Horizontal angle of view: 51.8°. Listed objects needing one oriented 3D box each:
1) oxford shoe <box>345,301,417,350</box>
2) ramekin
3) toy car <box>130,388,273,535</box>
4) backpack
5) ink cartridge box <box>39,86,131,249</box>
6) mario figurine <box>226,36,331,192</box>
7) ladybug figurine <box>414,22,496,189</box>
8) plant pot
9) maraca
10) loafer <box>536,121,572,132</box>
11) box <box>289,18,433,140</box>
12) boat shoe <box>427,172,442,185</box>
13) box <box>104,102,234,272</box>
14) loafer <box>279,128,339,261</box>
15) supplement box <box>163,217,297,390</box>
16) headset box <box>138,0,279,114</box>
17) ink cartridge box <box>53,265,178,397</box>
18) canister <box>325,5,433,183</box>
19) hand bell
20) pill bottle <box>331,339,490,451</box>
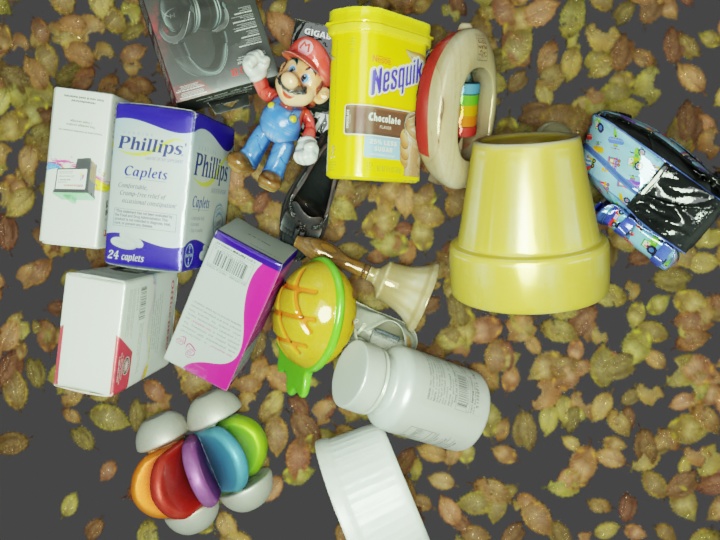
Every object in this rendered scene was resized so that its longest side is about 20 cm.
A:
[{"bbox_3d":[-0.014,0.080,1.059,0.197,0.058,0.076,17,99,4],"label":"oxford shoe"},{"bbox_3d":[0.019,0.308,1.007,0.096,0.200,0.203,-22,93,-3],"label":"ramekin"},{"bbox_3d":[-0.227,0.277,1.037,0.197,0.150,0.177,-23,92,4],"label":"toy car"},{"bbox_3d":[0.365,-0.116,0.969,0.199,0.182,0.135,39,112,14],"label":"backpack"},{"bbox_3d":[-0.361,-0.135,1.018,0.082,0.145,0.204,8,94,3],"label":"ink cartridge box"},{"bbox_3d":[-0.106,-0.209,0.967,0.122,0.106,0.202,19,107,-29],"label":"mario figurine"},{"bbox_3d":[0.117,-0.207,0.937,0.071,0.135,0.203,17,110,36],"label":"ladybug figurine"},{"bbox_3d":[0.206,-0.067,0.911,0.197,0.201,0.192,-3,106,3],"label":"plant pot"},{"bbox_3d":[-0.070,0.077,0.998,0.106,0.138,0.202,7,123,-29],"label":"maraca"},{"bbox_3d":[0.255,-0.106,1.025,0.074,0.068,0.204,6,94,3],"label":"loafer"},{"bbox_3d":[-0.011,-0.249,1.041,0.197,0.049,0.162,13,97,2],"label":"box"},{"bbox_3d":[0.122,-0.217,1.023,0.071,0.072,0.204,1,94,4],"label":"boat shoe"},{"bbox_3d":[-0.249,-0.108,0.995,0.103,0.184,0.204,6,95,5],"label":"box"},{"bbox_3d":[-0.069,-0.099,1.023,0.071,0.063,0.202,23,112,-2],"label":"loafer"},{"bbox_3d":[-0.178,0.045,1.025,0.100,0.103,0.202,27,106,1],"label":"supplement box"},{"bbox_3d":[-0.207,-0.315,1.013,0.147,0.077,0.203,-18,92,-14],"label":"headset box"},{"bbox_3d":[-0.323,0.072,1.003,0.084,0.200,0.150,8,94,3],"label":"ink cartridge box"},{"bbox_3d":[0.022,-0.217,0.950,0.086,0.147,0.204,8,99,41],"label":"canister"},{"bbox_3d":[0.000,0.000,1.025,0.197,0.104,0.106,23,95,-1],"label":"hand bell"},{"bbox_3d":[0.067,0.165,0.996,0.198,0.114,0.116,22,95,-26],"label":"pill bottle"}]
